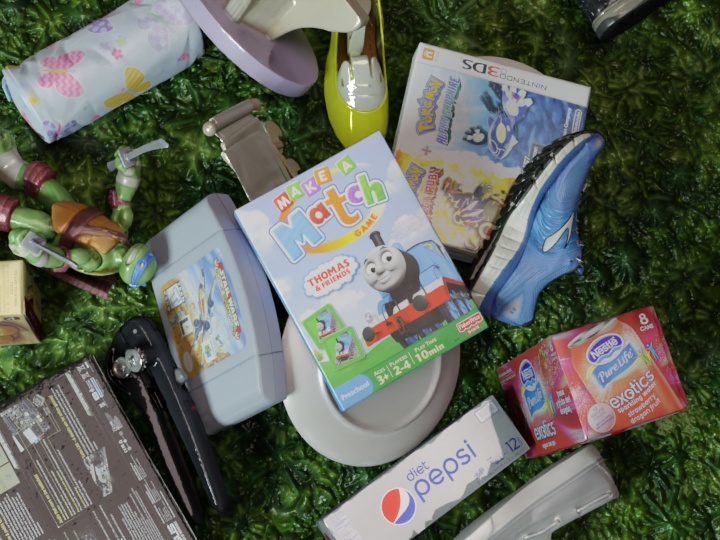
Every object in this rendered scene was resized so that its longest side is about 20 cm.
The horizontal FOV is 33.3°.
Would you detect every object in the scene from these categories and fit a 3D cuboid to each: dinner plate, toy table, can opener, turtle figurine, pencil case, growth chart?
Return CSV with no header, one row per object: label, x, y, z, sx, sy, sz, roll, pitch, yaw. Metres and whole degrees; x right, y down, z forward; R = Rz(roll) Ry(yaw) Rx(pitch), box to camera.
dinner plate,0.016,0.084,1.120,0.199,0.024,0.202,-1,92,-30
toy table,-0.089,-0.282,1.176,0.200,0.117,0.184,44,34,-9
can opener,-0.170,0.133,1.093,0.063,0.078,0.201,-35,74,22
turtle figurine,-0.271,-0.071,1.090,0.193,0.200,0.145,23,78,11
pencil case,-0.251,-0.208,1.184,0.199,0.083,0.091,-35,75,-14
growth chart,-0.081,-0.071,1.147,0.018,0.145,0.201,-26,90,23

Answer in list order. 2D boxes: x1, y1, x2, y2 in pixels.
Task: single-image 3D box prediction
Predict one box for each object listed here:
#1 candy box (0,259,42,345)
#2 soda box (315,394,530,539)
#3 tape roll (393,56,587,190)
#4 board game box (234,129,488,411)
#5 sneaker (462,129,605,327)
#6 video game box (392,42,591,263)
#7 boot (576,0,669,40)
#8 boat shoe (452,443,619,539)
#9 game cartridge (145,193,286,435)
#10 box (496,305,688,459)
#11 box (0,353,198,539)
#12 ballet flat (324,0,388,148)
candy box,-0.395,0.035,1.084,0.198,0.116,0.056,-4,74,-8
soda box,0.057,0.200,1.118,0.199,0.068,0.064,-34,82,-14
tape roll,0.133,-0.119,1.229,0.201,0.037,0.205,2,75,-7
board game box,0.000,0.000,1.068,0.150,0.037,0.201,-29,86,-6
sneaker,0.174,-0.038,1.116,0.089,0.079,0.201,30,90,-8
video game box,0.120,-0.107,1.182,0.181,0.047,0.202,13,76,-1
boot,0.290,-0.358,1.296,0.203,0.074,0.154,-36,79,-16
boat shoe,0.156,0.242,1.124,0.199,0.072,0.069,-31,81,-23
game cartridge,-0.133,0.039,1.110,0.041,0.133,0.202,-6,73,-40
box,0.203,0.106,1.092,0.099,0.200,0.096,-15,79,-10
box,-0.259,0.205,1.069,0.163,0.086,0.201,-30,80,-14
ballet flat,-0.003,-0.220,1.225,0.066,0.067,0.202,0,75,-7
